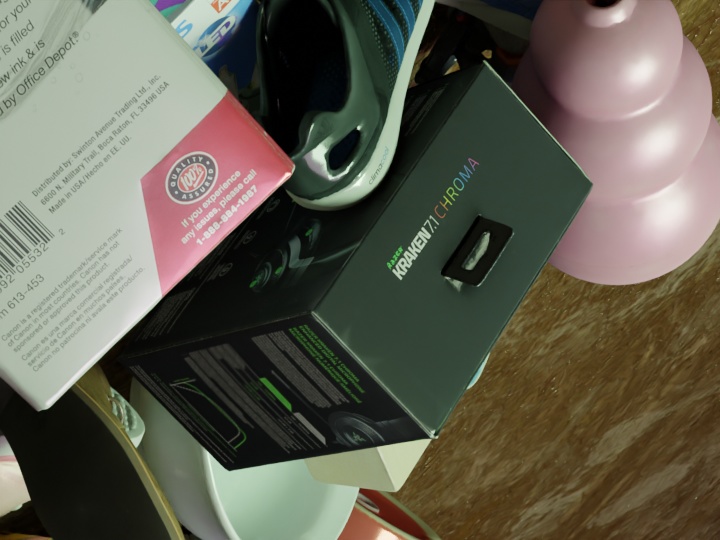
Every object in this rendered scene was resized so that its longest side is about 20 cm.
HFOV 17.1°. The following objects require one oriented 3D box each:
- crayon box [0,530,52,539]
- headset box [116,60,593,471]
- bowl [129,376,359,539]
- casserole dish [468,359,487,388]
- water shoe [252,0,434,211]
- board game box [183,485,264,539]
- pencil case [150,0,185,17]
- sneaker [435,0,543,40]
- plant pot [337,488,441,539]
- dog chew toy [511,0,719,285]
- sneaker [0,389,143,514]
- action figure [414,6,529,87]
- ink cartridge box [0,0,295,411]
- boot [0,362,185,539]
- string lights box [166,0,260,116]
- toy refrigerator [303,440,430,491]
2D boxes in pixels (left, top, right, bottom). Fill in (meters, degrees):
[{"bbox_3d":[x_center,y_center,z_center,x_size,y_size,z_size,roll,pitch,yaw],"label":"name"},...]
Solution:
[{"bbox_3d":[-0.232,0.196,1.321,0.119,0.059,0.200,-29,-163,-36],"label":"crayon box"},{"bbox_3d":[0.000,0.000,1.211,0.200,0.093,0.174,-16,-147,53],"label":"headset box"},{"bbox_3d":[-0.078,0.082,1.458,0.201,0.090,0.202,3,86,-62],"label":"bowl"},{"bbox_3d":[0.061,-0.008,1.380,0.121,0.039,0.201,12,96,-69],"label":"casserole dish"},{"bbox_3d":[-0.008,-0.130,1.148,0.071,0.201,0.079,-6,154,22],"label":"water shoe"},{"bbox_3d":[-0.173,0.193,1.524,0.200,0.026,0.200,-26,175,40],"label":"board game box"},{"bbox_3d":[-0.131,-0.122,1.030,0.200,0.085,0.092,-43,173,-5],"label":"pencil case"},{"bbox_3d":[0.103,-0.177,1.263,0.199,0.077,0.111,11,159,-34],"label":"sneaker"},{"bbox_3d":[-0.043,0.237,1.761,0.178,0.200,0.200,-56,158,5],"label":"plant pot"},{"bbox_3d":[0.134,-0.082,1.272,0.124,0.124,0.200,-38,148,-17],"label":"dog chew toy"},{"bbox_3d":[-0.214,0.109,1.310,0.200,0.075,0.105,-3,133,-53],"label":"sneaker"},{"bbox_3d":[0.134,-0.167,1.419,0.193,0.105,0.200,-9,136,-58],"label":"action figure"},{"bbox_3d":[-0.148,-0.069,0.947,0.145,0.084,0.200,-44,115,-2],"label":"ink cartridge box"},{"bbox_3d":[-0.141,0.084,1.241,0.074,0.200,0.075,-45,163,27],"label":"boot"},{"bbox_3d":[-0.089,-0.098,1.191,0.103,0.059,0.200,-44,160,1],"label":"string lights box"},{"bbox_3d":[-0.021,0.030,1.405,0.076,0.070,0.201,-55,135,-38],"label":"toy refrigerator"}]
